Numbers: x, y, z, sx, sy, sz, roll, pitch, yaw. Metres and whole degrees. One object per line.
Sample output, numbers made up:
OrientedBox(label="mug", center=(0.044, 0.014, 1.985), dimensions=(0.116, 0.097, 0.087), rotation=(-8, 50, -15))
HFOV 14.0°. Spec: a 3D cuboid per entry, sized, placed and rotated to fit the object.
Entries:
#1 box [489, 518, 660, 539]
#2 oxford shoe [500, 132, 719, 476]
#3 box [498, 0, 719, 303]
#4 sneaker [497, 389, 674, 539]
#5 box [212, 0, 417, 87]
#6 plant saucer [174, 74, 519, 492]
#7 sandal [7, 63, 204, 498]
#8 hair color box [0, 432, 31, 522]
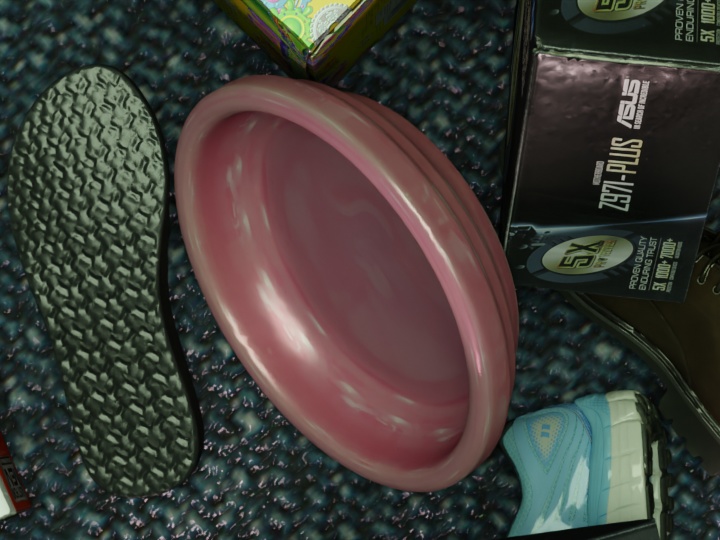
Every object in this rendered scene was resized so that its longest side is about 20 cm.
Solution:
OrientedBox(label="box", center=(0.026, 0.175, 1.261), dimensions=(0.199, 0.122, 0.107), rotation=(-11, 88, 28))
OrientedBox(label="oxford shoe", center=(0.145, 0.000, 1.315), dimensions=(0.200, 0.084, 0.073), rotation=(47, 46, 2))
OrientedBox(label="box", center=(0.112, -0.116, 1.250), dimensions=(0.086, 0.164, 0.201), rotation=(6, 56, 0))
OrientedBox(label="sneaker", center=(0.097, 0.157, 1.335), dimensions=(0.089, 0.078, 0.201), rotation=(-3, 83, 17))
OrientedBox(label="box", center=(-0.047, -0.190, 1.274), dimensions=(0.193, 0.200, 0.122), rotation=(44, 89, 1))
OrientedBox(label="plant saucer", center=(0.000, 0.000, 1.283), dimensions=(0.051, 0.200, 0.201), rotation=(-33, 88, -30))
OrientedBox(label="sandal", center=(-0.117, 0.004, 1.347), dimensions=(0.075, 0.048, 0.202), rotation=(-6, 101, 5))
OrientedBox(label="hair color box", center=(-0.236, 0.037, 1.335), dimensions=(0.101, 0.061, 0.201), rotation=(-22, 87, -1))
